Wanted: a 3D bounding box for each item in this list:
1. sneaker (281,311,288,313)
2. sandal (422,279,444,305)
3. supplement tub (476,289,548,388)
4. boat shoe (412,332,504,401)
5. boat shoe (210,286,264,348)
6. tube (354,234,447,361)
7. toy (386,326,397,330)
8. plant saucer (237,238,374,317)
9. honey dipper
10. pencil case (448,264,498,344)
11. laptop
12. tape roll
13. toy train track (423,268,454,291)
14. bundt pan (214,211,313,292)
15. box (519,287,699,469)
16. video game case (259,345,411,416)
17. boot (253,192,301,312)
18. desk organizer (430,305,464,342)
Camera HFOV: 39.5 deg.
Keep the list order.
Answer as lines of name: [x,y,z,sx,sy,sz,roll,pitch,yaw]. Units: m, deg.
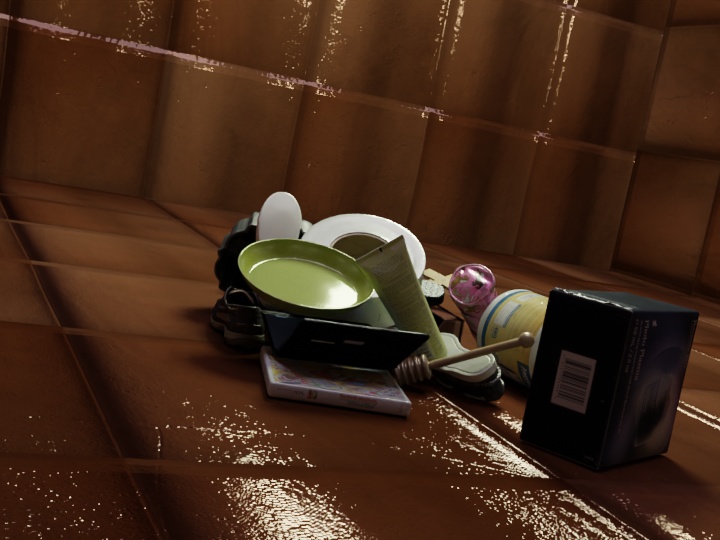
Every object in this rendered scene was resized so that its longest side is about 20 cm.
sneaker: [-0.080,0.051,1.646,0.200,0.111,0.077,16,9,32]
sandal: [0.042,0.033,1.702,0.200,0.048,0.075,16,28,15]
supplement tub: [0.291,0.118,1.562,0.144,0.145,0.200,7,8,-31]
boat shoe: [0.143,0.143,1.487,0.074,0.060,0.200,-36,24,-22]
boat shoe: [-0.182,0.064,1.539,0.074,0.073,0.200,8,8,-22]
tube: [0.067,0.047,1.436,0.052,0.200,0.058,-6,33,38]
toy: [-0.031,0.110,1.527,0.200,0.047,0.115,8,11,-13]
plant saucer: [-0.079,0.014,1.435,0.200,0.031,0.200,11,27,-6]
honey dipper: [0.146,0.122,1.405,0.200,0.038,0.038,-15,3,10]
pencil case: [0.211,0.071,1.698,0.086,0.083,0.200,2,-33,27]
laptop: [-0.027,0.074,1.378,0.177,0.103,0.200,8,-28,-20]
tape roll: [0.000,0.000,1.569,0.202,0.071,0.203,5,41,-4]
toy train track: [0.112,0.043,1.751,0.200,0.033,0.115,-18,27,-27]
bundt pan: [-0.147,-0.021,1.712,0.202,0.202,0.076,10,36,-10]
box: [0.323,0.132,1.284,0.123,0.200,0.198,17,9,40]
video game case: [-0.039,0.145,1.340,0.182,0.023,0.200,10,8,-10]
boot: [-0.142,-0.020,1.596,0.073,0.200,0.090,12,-25,-14]
desk organizer: [0.106,0.096,1.751,0.077,0.072,0.200,7,8,-17]
